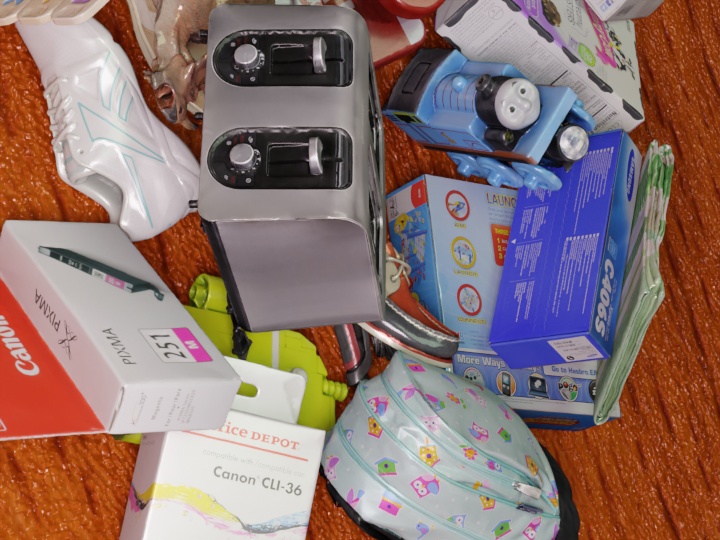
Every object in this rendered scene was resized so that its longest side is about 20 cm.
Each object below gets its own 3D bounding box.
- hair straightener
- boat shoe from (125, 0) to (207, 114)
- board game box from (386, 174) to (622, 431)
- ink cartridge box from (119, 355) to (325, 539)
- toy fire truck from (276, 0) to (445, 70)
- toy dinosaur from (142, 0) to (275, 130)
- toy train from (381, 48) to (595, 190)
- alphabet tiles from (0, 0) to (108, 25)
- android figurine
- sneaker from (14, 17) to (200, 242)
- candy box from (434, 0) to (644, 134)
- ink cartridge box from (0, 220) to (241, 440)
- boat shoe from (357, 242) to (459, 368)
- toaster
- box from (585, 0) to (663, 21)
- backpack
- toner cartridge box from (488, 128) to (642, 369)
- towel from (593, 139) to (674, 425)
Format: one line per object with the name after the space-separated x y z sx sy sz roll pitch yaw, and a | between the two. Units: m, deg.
0.005 0.019 1.400 0.077 0.041 0.202 -11 78 -41 | hair straightener
-0.138 -0.210 1.355 0.074 0.069 0.201 -34 95 -42 | boat shoe
0.122 0.031 1.483 0.199 0.056 0.198 8 67 -37 | board game box
-0.097 0.157 1.199 0.115 0.067 0.202 15 78 -19 | ink cartridge box
-0.034 -0.248 1.442 0.167 0.112 0.201 -29 91 -24 | toy fire truck
-0.105 -0.197 1.291 0.199 0.086 0.136 -34 109 -29 | toy dinosaur
0.108 -0.127 1.446 0.114 0.200 0.087 34 82 -28 | toy train
-0.178 -0.239 1.247 0.196 0.199 0.015 -50 128 -30 | alphabet tiles
-0.092 0.097 1.293 0.199 0.041 0.184 16 63 -32 | android figurine
-0.196 -0.111 1.270 0.080 0.070 0.201 -39 96 -29 | sneaker
0.162 -0.220 1.571 0.199 0.071 0.168 37 33 -23 | candy box
-0.200 0.034 1.151 0.172 0.044 0.200 2 32 -39 | ink cartridge box
0.000 0.000 1.335 0.199 0.063 0.071 37 7 14 | boat shoe
-0.046 -0.063 1.234 0.117 0.201 0.182 -2 59 6 | toaster
0.198 -0.321 1.635 0.201 0.036 0.144 53 25 9 | box
0.060 0.147 1.289 0.199 0.167 0.127 27 101 -40 | backpack
0.171 -0.018 1.436 0.043 0.094 0.201 46 48 -42 | toner cartridge box
0.226 0.006 1.435 0.023 0.153 0.201 14 40 -1 | towel
